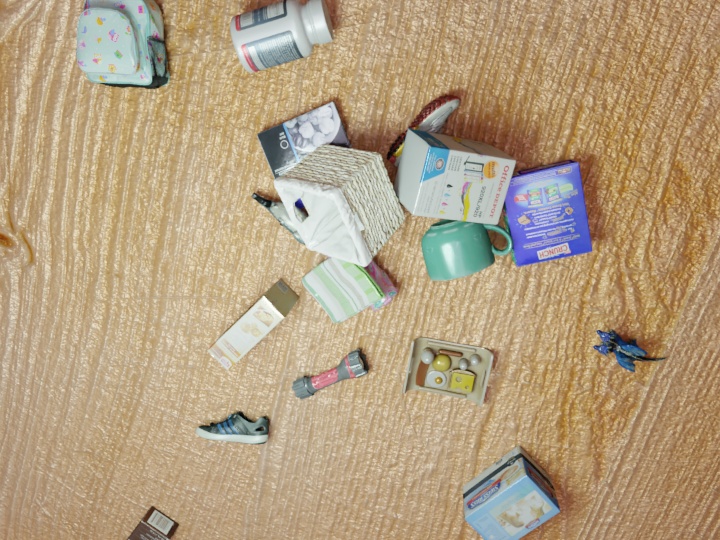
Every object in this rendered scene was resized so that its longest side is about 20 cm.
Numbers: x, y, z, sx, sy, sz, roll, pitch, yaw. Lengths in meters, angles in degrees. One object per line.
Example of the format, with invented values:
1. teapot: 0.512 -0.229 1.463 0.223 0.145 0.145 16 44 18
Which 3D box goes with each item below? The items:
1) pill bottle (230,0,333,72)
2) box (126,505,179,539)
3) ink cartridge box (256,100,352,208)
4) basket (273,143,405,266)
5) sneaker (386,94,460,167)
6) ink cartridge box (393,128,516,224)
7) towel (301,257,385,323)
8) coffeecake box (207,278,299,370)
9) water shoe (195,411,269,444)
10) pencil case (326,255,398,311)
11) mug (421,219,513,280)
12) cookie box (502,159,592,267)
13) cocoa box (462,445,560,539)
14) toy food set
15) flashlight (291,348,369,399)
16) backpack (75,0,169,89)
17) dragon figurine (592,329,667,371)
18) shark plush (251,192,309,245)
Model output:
1. pill bottle: -0.163 -0.506 1.276 0.198 0.120 0.120 -12 104 10
2. box: -0.620 0.785 1.717 0.100 0.075 0.200 35 108 -4
3. ink cartridge box: -0.112 -0.256 1.379 0.197 0.043 0.201 -20 104 12
4. basket: -0.039 -0.144 1.273 0.199 0.161 0.199 19 146 42
5. sneaker: 0.149 -0.302 1.324 0.082 0.078 0.200 36 111 -19
6. ink cartridge box: 0.194 -0.196 1.265 0.198 0.145 0.148 5 114 -19
7. towel: -0.046 0.042 1.404 0.149 0.031 0.200 49 141 -7
8. coffeecake box: -0.254 0.127 1.444 0.200 0.154 0.073 -43 96 16
9. water shoe: -0.336 0.412 1.591 0.198 0.072 0.080 4 78 8
10. pencil case: 0.000 0.000 1.413 0.087 0.087 0.200 -37 99 15
11. mug: 0.226 -0.062 1.339 0.184 0.152 0.115 -21 100 -17
12. cookie box: 0.406 -0.126 1.331 0.170 0.075 0.201 -11 103 10
13. cocoa box: 0.371 0.571 1.499 0.200 0.131 0.133 -42 97 16
14. toy food set: 0.213 0.252 1.468 0.198 0.060 0.145 10 106 5
15. flashlight: -0.078 0.264 1.505 0.199 0.068 0.068 -24 102 12
16. backpack: -0.521 -0.509 1.307 0.174 0.153 0.202 6 100 11
17. dragon figurine: 0.615 0.190 1.379 0.199 0.099 0.059 28 107 -1
18. shark plush: -0.176 -0.111 1.410 0.199 0.083 0.091 23 69 -5
